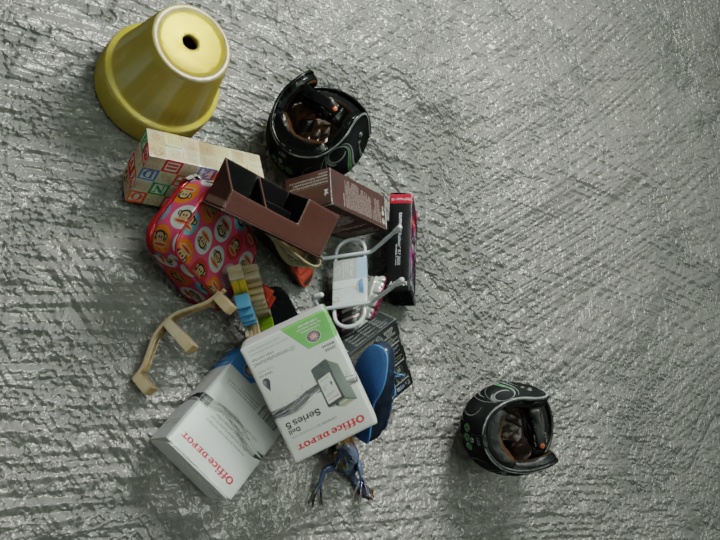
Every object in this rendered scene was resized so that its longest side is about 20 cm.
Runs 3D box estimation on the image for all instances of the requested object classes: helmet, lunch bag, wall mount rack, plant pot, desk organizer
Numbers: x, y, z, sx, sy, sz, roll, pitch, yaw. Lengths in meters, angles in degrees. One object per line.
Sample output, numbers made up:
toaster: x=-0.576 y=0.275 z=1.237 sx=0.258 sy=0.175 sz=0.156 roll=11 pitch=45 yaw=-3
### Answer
helmet: x=0.301 y=0.316 z=1.427 sx=0.199 sy=0.191 sz=0.201 roll=0 pitch=87 yaw=-2
lunch bag: x=-0.243 y=-0.052 z=1.152 sx=0.176 sy=0.082 sz=0.200 roll=-62 pitch=151 yaw=-29
wall mount rack: x=0.000 y=0.000 z=1.280 sx=0.075 sy=0.173 sz=0.200 roll=63 pitch=21 yaw=-53
plant pot: x=-0.309 y=-0.331 z=1.162 sx=0.200 sy=0.189 sz=0.201 roll=11 pitch=71 yaw=-33
desk organizer: x=-0.134 y=-0.095 z=1.104 sx=0.200 sy=0.072 sz=0.077 roll=26 pitch=88 yaw=-39
helmet: x=-0.077 y=-0.255 z=1.310 sx=0.199 sy=0.191 sz=0.201 roll=0 pitch=84 yaw=4

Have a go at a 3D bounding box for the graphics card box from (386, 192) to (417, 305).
graphics card box: x=0.084 y=-0.039 z=1.413 sx=0.051 sy=0.125 sz=0.201 roll=1 pitch=73 yaw=9

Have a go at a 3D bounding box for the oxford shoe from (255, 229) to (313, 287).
oxford shoe: x=-0.144 y=-0.059 z=1.295 sx=0.071 sy=0.072 sz=0.200 roll=-48 pitch=125 yaw=-48

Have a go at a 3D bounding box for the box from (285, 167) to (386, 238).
box: x=-0.042 y=-0.119 z=1.312 sx=0.200 sy=0.100 sz=0.075 roll=16 pitch=66 yaw=-59

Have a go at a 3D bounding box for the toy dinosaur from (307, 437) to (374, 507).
toy dinosaur: x=-0.012 y=0.332 z=1.239 sx=0.200 sy=0.105 sz=0.182 roll=-67 pitch=155 yaw=-14

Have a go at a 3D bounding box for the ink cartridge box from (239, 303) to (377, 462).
ink cartridge box: x=-0.080 y=0.175 z=1.120 sx=0.145 sy=0.084 sz=0.200 roll=-26 pitch=96 yaw=-3

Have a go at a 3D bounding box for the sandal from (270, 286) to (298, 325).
sandal: x=-0.113 y=0.120 z=1.263 sx=0.076 sy=0.043 sz=0.200 roll=-40 pitch=98 yaw=-4

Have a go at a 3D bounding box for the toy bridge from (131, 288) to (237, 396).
toy bridge: x=-0.283 y=0.102 z=1.115 sx=0.200 sy=0.027 sz=0.067 roll=-46 pitch=70 yaw=-2

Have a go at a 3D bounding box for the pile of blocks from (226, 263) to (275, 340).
pile of blocks: x=-0.165 y=0.070 z=1.172 sx=0.062 sy=0.082 sz=0.200 roll=-14 pitch=131 yaw=-4

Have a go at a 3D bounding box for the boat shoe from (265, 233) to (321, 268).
boat shoe: x=-0.131 y=-0.080 z=1.196 sx=0.073 sy=0.063 sz=0.200 roll=-54 pitch=131 yaw=-18

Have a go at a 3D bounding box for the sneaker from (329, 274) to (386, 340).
sneaker: x=-0.024 y=0.091 z=1.334 sx=0.087 sy=0.074 sz=0.200 roll=21 pitch=83 yaw=10

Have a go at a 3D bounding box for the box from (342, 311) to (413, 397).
box: x=-0.002 y=0.195 z=1.282 sx=0.200 sy=0.043 sz=0.161 roll=-36 pitch=126 yaw=-28

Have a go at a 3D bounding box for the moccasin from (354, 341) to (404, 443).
moccasin: x=0.027 y=0.205 z=1.239 sx=0.068 sy=0.080 sz=0.200 roll=-17 pitch=131 yaw=-42

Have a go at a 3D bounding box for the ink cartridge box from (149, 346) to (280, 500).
ink cartridge box: x=-0.214 y=0.245 z=1.148 sx=0.145 sy=0.084 sz=0.200 roll=50 pitch=55 yaw=-15

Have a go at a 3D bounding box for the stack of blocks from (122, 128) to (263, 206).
stack of blocks: x=-0.276 y=-0.154 z=1.179 sx=0.200 sy=0.115 sz=0.059 roll=8 pitch=52 yaw=-35
